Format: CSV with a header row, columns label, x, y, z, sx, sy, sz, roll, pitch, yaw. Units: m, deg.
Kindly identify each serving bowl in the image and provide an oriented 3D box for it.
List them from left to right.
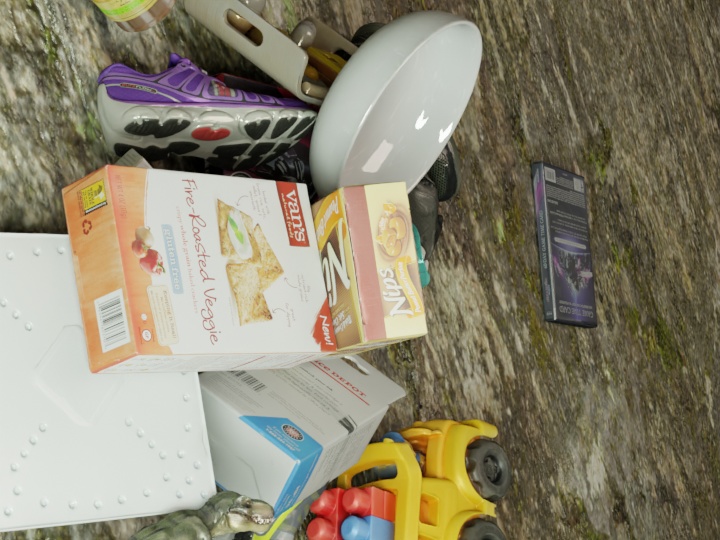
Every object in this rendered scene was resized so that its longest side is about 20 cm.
label,x,y,z,sx,sy,sz,roll,pitch,yaw
serving bowl,0.019,-0.137,1.390,0.200,0.066,0.201,-48,159,-24

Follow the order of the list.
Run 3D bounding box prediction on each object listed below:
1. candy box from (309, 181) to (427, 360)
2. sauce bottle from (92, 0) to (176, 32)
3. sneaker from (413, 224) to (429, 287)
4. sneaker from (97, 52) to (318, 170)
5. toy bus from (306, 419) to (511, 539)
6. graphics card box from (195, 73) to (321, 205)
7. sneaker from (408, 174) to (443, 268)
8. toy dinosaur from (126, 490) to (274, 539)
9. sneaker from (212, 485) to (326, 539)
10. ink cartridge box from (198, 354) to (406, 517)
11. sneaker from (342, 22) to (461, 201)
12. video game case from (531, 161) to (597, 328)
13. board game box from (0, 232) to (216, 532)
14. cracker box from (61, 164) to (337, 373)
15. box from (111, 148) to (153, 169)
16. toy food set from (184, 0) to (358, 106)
label,x,y,z,sx,sy,sz,roll,pitch,yaw
candy box,-0.013,0.006,1.285,0.055,0.200,0.116,-7,85,-20
sauce bottle,-0.215,-0.263,1.249,0.200,0.064,0.065,46,44,-45
sneaker,0.000,0.000,1.508,0.200,0.120,0.084,-34,111,-58
sneaker,-0.120,-0.136,1.327,0.199,0.081,0.084,3,59,-39
toy bus,0.033,0.219,1.524,0.191,0.135,0.201,28,55,-37
graphics card box,-0.080,-0.059,1.412,0.125,0.051,0.202,11,72,-36
sneaker,0.029,-0.077,1.623,0.091,0.066,0.200,-59,140,-24
toy dinosaur,-0.143,0.211,1.118,0.199,0.047,0.089,-14,104,-44
sneaker,-0.086,0.225,1.357,0.200,0.073,0.082,-44,130,-50
ink cartridge box,-0.058,0.121,1.363,0.200,0.116,0.068,-23,145,-60
sneaker,0.032,-0.139,1.658,0.200,0.076,0.114,64,35,-24
video game case,0.262,-0.030,2.107,0.143,0.019,0.202,11,74,-60
board game box,-0.200,0.075,1.136,0.199,0.026,0.202,1,74,-42
cracker box,-0.112,0.002,1.186,0.199,0.057,0.135,2,72,-49
box,-0.127,-0.009,1.298,0.039,0.041,0.200,-43,117,-6
toy food set,-0.049,-0.202,1.448,0.061,0.143,0.200,-59,154,14
